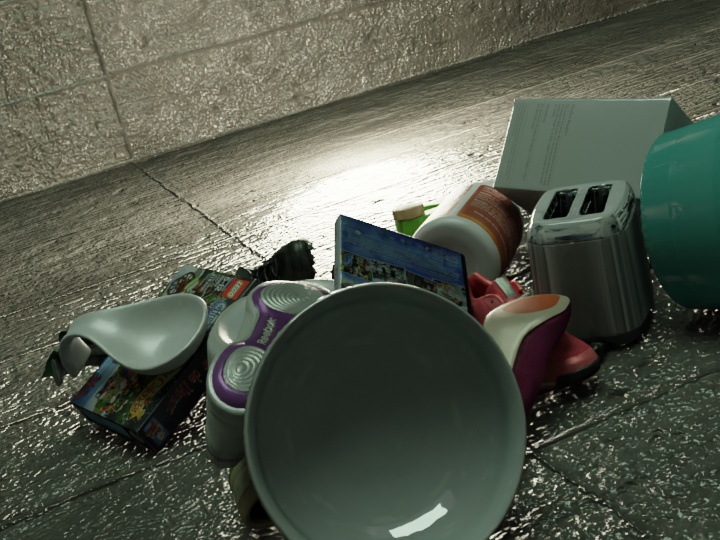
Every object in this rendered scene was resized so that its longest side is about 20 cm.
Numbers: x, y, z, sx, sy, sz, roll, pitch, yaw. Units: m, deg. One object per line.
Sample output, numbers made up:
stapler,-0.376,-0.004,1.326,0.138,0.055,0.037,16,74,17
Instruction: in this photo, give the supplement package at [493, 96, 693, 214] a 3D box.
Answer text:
supplement package,0.276,-0.124,1.105,0.198,0.118,0.117,9,-10,41

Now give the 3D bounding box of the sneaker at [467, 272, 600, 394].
sneaker,0.146,0.054,0.904,0.073,0.088,0.200,-21,20,-22

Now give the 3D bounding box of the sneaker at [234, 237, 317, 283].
sneaker,-0.107,0.016,1.125,0.089,0.067,0.200,-4,-17,-18

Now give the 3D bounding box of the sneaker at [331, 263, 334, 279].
sneaker,0.000,0.000,1.109,0.085,0.082,0.200,-1,-8,-23

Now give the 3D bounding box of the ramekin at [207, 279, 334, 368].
ramekin,-0.057,0.083,0.920,0.199,0.095,0.203,-7,23,3

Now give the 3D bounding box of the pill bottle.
pill bottle,0.136,-0.041,1.158,0.111,0.114,0.200,-6,19,25

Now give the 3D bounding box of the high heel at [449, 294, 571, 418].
high heel,0.131,0.089,0.803,0.067,0.097,0.199,2,21,39

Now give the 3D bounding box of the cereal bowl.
cereal bowl,0.013,0.113,0.679,0.198,0.203,0.083,-17,-5,-11

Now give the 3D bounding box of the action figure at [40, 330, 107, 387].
action figure,-0.270,0.090,1.142,0.198,0.055,0.118,-13,-17,-42

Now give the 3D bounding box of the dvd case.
dvd case,0.042,0.040,0.881,0.141,0.018,0.202,17,43,-18

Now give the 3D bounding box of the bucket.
bucket,0.366,-0.057,0.895,0.134,0.210,0.206,-8,17,46

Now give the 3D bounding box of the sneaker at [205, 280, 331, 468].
sneaker,-0.078,0.078,0.781,0.074,0.101,0.200,22,34,10

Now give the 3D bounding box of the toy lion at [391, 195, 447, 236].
toy lion,0.148,-0.091,1.401,0.197,0.070,0.192,-13,11,6

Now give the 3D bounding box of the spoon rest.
spoon rest,-0.239,0.069,0.976,0.198,0.061,0.100,-11,42,31

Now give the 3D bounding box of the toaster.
toaster,0.229,-0.008,0.960,0.112,0.131,0.200,-7,19,24

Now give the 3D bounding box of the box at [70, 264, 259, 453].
box,-0.200,0.086,1.011,0.136,0.038,0.201,8,54,45

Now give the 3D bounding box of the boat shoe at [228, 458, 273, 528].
boat shoe,-0.010,0.149,0.772,0.198,0.073,0.065,-23,23,-8
